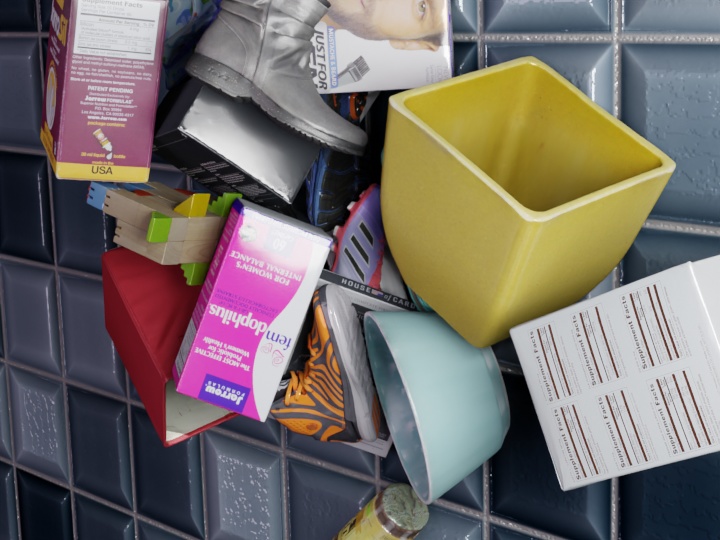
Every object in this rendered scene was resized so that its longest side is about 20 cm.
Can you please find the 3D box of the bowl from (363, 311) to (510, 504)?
[{"bbox_3d":[0.083,0.123,1.428,0.201,0.104,0.203,164,90,-82],"label":"bowl"}]

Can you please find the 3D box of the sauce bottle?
[{"bbox_3d":[0.002,0.315,1.620,0.200,0.064,0.065,-49,64,39],"label":"sauce bottle"}]

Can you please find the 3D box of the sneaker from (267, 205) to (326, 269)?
[{"bbox_3d":[-0.115,-0.044,1.659,0.083,0.071,0.201,-45,66,45],"label":"sneaker"}]

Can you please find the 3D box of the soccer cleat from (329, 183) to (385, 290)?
[{"bbox_3d":[0.000,0.000,1.531,0.076,0.067,0.201,27,118,9],"label":"soccer cleat"}]

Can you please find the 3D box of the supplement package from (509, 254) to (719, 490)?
[{"bbox_3d":[0.272,0.075,1.183,0.199,0.190,0.148,-25,80,47],"label":"supplement package"}]

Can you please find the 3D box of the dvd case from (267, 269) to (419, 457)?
[{"bbox_3d":[-0.009,0.103,1.543,0.149,0.025,0.201,19,124,-3],"label":"dvd case"}]

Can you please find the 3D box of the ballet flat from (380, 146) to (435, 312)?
[{"bbox_3d":[0.062,-0.052,1.485,0.070,0.067,0.202,-179,79,-71],"label":"ballet flat"}]

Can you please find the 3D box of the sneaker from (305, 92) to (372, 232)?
[{"bbox_3d":[-0.036,-0.142,1.533,0.078,0.075,0.202,17,108,48],"label":"sneaker"}]

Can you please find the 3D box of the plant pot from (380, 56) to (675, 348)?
[{"bbox_3d":[0.133,-0.048,1.316,0.195,0.193,0.201,44,136,31],"label":"plant pot"}]

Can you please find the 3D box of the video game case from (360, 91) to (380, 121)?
[{"bbox_3d":[-0.036,-0.252,1.564,0.182,0.023,0.200,56,134,22],"label":"video game case"}]

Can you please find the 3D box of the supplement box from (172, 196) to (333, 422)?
[{"bbox_3d":[-0.114,0.039,1.469,0.103,0.100,0.202,-138,68,-77],"label":"supplement box"}]

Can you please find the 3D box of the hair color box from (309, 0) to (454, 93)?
[{"bbox_3d":[-0.007,-0.234,1.427,0.198,0.065,0.110,-3,99,5],"label":"hair color box"}]

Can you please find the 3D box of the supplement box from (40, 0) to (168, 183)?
[{"bbox_3d":[-0.273,-0.208,1.500,0.131,0.102,0.202,-130,46,-61],"label":"supplement box"}]

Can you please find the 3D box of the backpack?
[{"bbox_3d":[-0.168,-0.315,1.579,0.183,0.146,0.202,-29,59,50],"label":"backpack"}]

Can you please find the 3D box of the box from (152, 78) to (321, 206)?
[{"bbox_3d":[-0.141,-0.135,1.506,0.079,0.141,0.200,-62,19,-9],"label":"box"}]

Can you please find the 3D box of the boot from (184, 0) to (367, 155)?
[{"bbox_3d":[-0.059,-0.205,1.375,0.132,0.199,0.070,-62,11,-1],"label":"boot"}]

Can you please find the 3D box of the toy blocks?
[{"bbox_3d":[-0.203,-0.055,1.535,0.136,0.199,0.101,23,105,33],"label":"toy blocks"}]

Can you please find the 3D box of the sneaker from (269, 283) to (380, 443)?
[{"bbox_3d":[-0.050,0.107,1.491,0.111,0.078,0.201,-5,121,12],"label":"sneaker"}]

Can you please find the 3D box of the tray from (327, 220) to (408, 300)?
[{"bbox_3d":[0.004,0.022,1.583,0.107,0.022,0.202,-22,82,48],"label":"tray"}]

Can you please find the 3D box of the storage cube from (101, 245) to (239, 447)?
[{"bbox_3d":[-0.187,0.063,1.645,0.180,0.170,0.201,58,158,25],"label":"storage cube"}]
